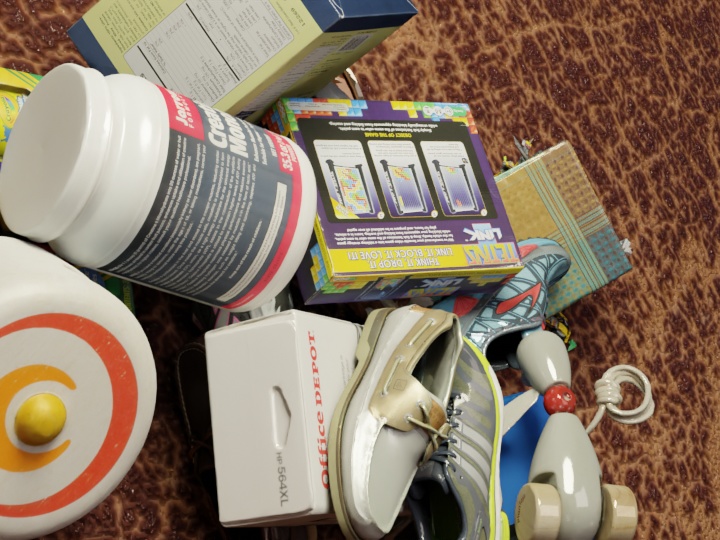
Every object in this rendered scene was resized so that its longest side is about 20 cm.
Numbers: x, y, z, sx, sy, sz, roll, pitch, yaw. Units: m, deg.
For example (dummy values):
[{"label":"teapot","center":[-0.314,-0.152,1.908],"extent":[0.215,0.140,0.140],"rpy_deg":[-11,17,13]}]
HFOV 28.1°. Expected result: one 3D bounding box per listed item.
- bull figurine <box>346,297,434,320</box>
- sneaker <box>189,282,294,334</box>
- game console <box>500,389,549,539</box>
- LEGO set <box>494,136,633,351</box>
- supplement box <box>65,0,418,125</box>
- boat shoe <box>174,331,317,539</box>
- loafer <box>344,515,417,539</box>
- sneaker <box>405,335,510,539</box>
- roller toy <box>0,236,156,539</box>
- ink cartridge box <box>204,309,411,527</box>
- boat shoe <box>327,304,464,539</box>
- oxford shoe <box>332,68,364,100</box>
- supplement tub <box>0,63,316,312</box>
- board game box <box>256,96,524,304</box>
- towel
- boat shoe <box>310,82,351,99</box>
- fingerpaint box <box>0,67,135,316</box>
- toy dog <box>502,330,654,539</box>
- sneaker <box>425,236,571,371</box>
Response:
[{"label":"bull figurine","center":[0.000,0.000,1.280],"extent":[0.200,0.065,0.121],"rpy_deg":[42,2,-6]},{"label":"sneaker","center":[-0.096,0.049,1.189],"extent":[0.080,0.086,0.202],"rpy_deg":[-12,96,-68]},{"label":"game console","center":[0.121,0.213,1.256],"extent":[0.199,0.171,0.118],"rpy_deg":[-7,41,-49]},{"label":"LEGO set","center":[0.179,-0.025,1.430],"extent":[0.200,0.116,0.154],"rpy_deg":[51,45,-8]},{"label":"supplement box","center":[-0.092,-0.204,1.181],"extent":[0.135,0.199,0.200],"rpy_deg":[56,22,2]},{"label":"boat shoe","center":[-0.098,0.147,1.130],"extent":[0.070,0.070,0.201],"rpy_deg":[-20,83,-51]},{"label":"loafer","center":[0.069,0.222,1.245],"extent":[0.199,0.063,0.072],"rpy_deg":[-20,83,-45]},{"label":"sneaker","center":[0.069,0.141,1.115],"extent":[0.081,0.073,0.201],"rpy_deg":[15,63,-59]},{"label":"roller toy","center":[-0.237,0.078,0.949],"extent":[0.199,0.139,0.184],"rpy_deg":[0,105,-37]},{"label":"ink cartridge box","center":[-0.029,0.118,1.099],"extent":[0.200,0.084,0.147],"rpy_deg":[17,63,-60]},{"label":"boat shoe","center":[0.028,0.105,1.044],"extent":[0.075,0.068,0.201],"rpy_deg":[56,35,-42]},{"label":"oxford shoe","center":[-0.051,-0.187,1.364],"extent":[0.071,0.071,0.201],"rpy_deg":[-31,94,-15]},{"label":"supplement tub","center":[-0.144,-0.058,1.045],"extent":[0.199,0.140,0.141],"rpy_deg":[19,57,-38]},{"label":"board game box","center":[0.025,-0.060,1.210],"extent":[0.199,0.057,0.166],"rpy_deg":[-2,66,-34]},{"label":"towel","center":[0.142,-0.015,1.365],"extent":[0.199,0.022,0.147],"rpy_deg":[-29,99,-5]},{"label":"boat shoe","center":[-0.002,-0.097,1.312],"extent":[0.200,0.068,0.074],"rpy_deg":[48,10,-7]},{"label":"fingerpaint box","center":[-0.265,-0.050,1.084],"extent":[0.166,0.073,0.201],"rpy_deg":[8,63,-38]},{"label":"toy dog","center":[0.159,0.158,1.180],"extent":[0.131,0.097,0.201],"rpy_deg":[24,46,-5]},{"label":"sneaker","center":[0.133,0.049,1.283],"extent":[0.095,0.080,0.200],"rpy_deg":[37,56,26]}]
